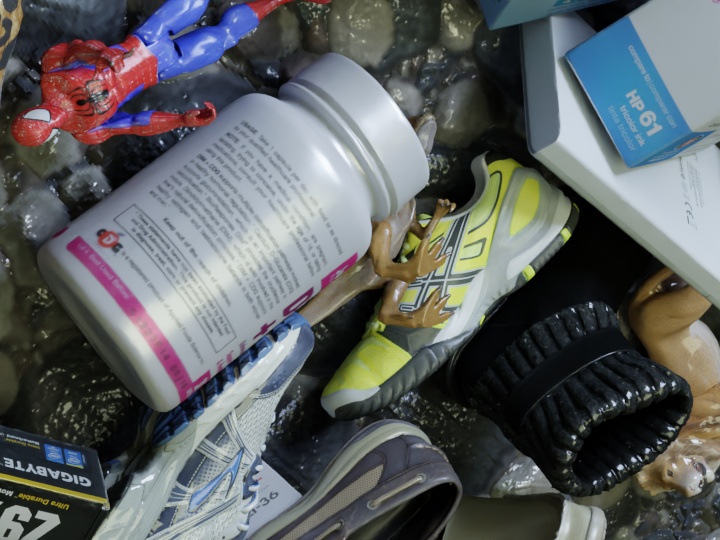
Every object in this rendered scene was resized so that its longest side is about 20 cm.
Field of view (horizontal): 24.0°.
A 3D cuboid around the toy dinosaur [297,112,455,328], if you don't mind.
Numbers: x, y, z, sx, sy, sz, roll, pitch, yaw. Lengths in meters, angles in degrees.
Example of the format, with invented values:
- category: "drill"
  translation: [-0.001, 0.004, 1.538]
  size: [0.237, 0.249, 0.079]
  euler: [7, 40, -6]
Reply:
- category: "toy dinosaur"
  translation: [0.000, 0.000, 1.007]
  size: [0.200, 0.106, 0.060]
  euler: [-52, 138, -13]

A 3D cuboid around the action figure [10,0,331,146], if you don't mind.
- category: "action figure"
  translation: [-0.088, -0.116, 0.881]
  size: [0.200, 0.099, 0.065]
  euler: [-36, 121, -23]

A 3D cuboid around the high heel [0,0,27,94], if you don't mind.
- category: "high heel"
  translation: [-0.199, -0.084, 0.876]
  size: [0.200, 0.071, 0.143]
  euler: [-61, 151, -15]

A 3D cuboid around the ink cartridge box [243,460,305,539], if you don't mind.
- category: "ink cartridge box"
  translation: [-0.070, 0.200, 1.041]
  size: [0.116, 0.067, 0.200]
  euler: [-38, 123, -15]

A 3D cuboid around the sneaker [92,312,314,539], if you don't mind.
- category: "sneaker"
  translation: [-0.090, 0.110, 0.969]
  size: [0.200, 0.077, 0.085]
  euler: [-49, 118, -6]

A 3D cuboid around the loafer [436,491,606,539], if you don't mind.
- category: "loafer"
  translation: [0.085, 0.178, 1.066]
  size: [0.068, 0.200, 0.076]
  euler: [24, 68, -16]

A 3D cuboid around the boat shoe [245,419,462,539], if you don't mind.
- category: "boat shoe"
  translation: [-0.019, 0.174, 0.977]
  size: [0.200, 0.073, 0.074]
  euler: [-51, 126, -8]

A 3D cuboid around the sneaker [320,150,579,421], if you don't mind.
- category: "sneaker"
  translation: [0.043, 0.011, 1.053]
  size: [0.076, 0.075, 0.200]
  euler: [45, 83, -4]

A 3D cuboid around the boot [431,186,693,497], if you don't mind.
- category: "boot"
  translation: [0.157, 0.035, 1.066]
  size: [0.211, 0.158, 0.079]
  euler: [-50, 126, -7]

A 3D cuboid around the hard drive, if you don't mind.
- category: "hard drive"
  translation: [0.172, -0.075, 1.065]
  size: [0.027, 0.132, 0.200]
  euler: [-28, 134, 31]

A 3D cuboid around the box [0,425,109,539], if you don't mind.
- category: "box"
  translation: [-0.253, 0.141, 0.874]
  size: [0.200, 0.049, 0.160]
  euler: [19, 115, -28]

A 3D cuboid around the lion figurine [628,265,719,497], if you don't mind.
- category: "lion figurine"
  translation: [0.226, 0.058, 1.176]
  size: [0.122, 0.072, 0.200]
  euler: [-18, 109, 5]

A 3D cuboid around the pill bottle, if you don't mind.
- category: "pill bottle"
  translation: [-0.066, -0.025, 0.932]
  size: [0.200, 0.113, 0.113]
  euler: [-39, 124, -14]

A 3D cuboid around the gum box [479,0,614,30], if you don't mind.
- category: "gum box"
  translation: [0.166, -0.202, 0.936]
  size: [0.170, 0.200, 0.045]
  euler: [-15, 81, -12]

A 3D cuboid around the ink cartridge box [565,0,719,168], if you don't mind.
- category: "ink cartridge box"
  translation: [0.244, -0.147, 1.003]
  size: [0.144, 0.200, 0.085]
  euler: [-16, 76, -60]
